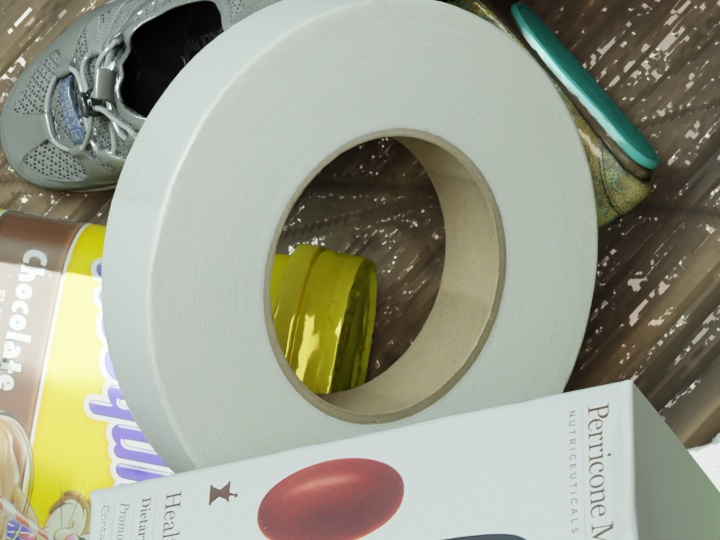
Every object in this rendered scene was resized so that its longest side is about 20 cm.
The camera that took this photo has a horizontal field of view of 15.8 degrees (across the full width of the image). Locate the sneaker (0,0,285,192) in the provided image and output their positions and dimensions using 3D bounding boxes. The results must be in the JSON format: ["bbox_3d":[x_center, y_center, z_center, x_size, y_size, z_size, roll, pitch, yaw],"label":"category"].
[{"bbox_3d":[-0.084,-0.079,1.008,0.199,0.082,0.075,-22,87,43],"label":"sneaker"}]

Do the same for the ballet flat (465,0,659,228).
[{"bbox_3d":[0.040,-0.098,1.042,0.071,0.071,0.200,-35,81,3],"label":"ballet flat"}]

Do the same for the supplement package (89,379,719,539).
[{"bbox_3d":[0.024,0.166,0.856,0.199,0.147,0.192,-14,57,21],"label":"supplement package"}]

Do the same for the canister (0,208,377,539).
[{"bbox_3d":[-0.105,0.052,1.032,0.199,0.087,0.150,9,87,9],"label":"canister"}]

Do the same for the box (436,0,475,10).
[{"bbox_3d":[-0.008,-0.150,1.002,0.200,0.040,0.137,-40,74,41],"label":"box"}]

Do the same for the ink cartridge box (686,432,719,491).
[{"bbox_3d":[0.166,0.160,1.007,0.175,0.045,0.201,-15,82,4],"label":"ink cartridge box"}]

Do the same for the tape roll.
[{"bbox_3d":[0.000,0.000,0.946,0.202,0.037,0.204,-8,104,-34],"label":"tape roll"}]
